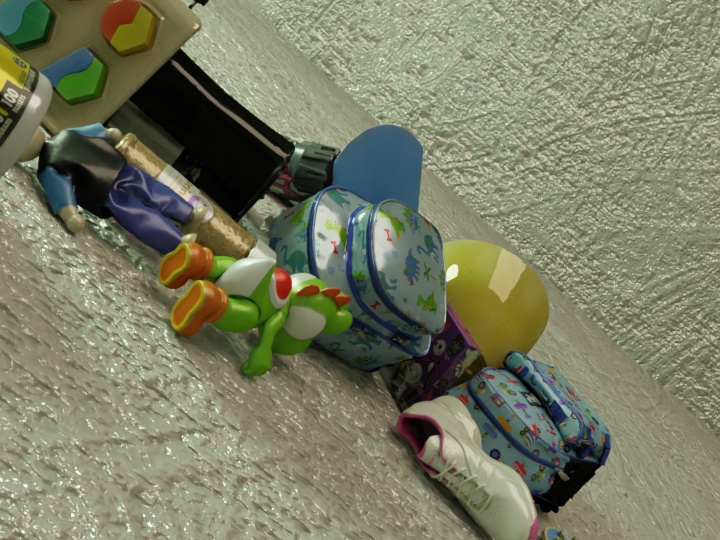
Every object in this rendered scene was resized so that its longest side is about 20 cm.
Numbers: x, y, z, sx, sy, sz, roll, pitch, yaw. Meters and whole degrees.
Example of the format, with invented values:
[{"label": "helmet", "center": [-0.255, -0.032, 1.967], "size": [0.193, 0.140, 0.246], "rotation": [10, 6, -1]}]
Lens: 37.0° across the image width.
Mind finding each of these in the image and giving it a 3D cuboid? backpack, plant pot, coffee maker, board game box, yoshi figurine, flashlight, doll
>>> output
[{"label": "backpack", "center": [0.000, 0.000, 1.226], "size": [0.200, 0.147, 0.184], "rotation": [27, 53, -38]}, {"label": "plant pot", "center": [0.143, 0.080, 1.462], "size": [0.200, 0.200, 0.142], "rotation": [41, 41, -8]}, {"label": "coffee maker", "center": [-0.172, -0.168, 1.225], "size": [0.200, 0.192, 0.135], "rotation": [39, 32, -10]}, {"label": "board game box", "center": [0.008, -0.087, 1.362], "size": [0.158, 0.201, 0.039], "rotation": [-12, 22, -43]}, {"label": "yoshi figurine", "center": [-0.102, 0.042, 1.043], "size": [0.199, 0.113, 0.112], "rotation": [14, -1, -40]}, {"label": "backpack", "center": [0.195, 0.190, 1.334], "size": [0.200, 0.135, 0.183], "rotation": [26, 22, -50]}, {"label": "board game box", "center": [0.064, 0.077, 1.323], "size": [0.032, 0.120, 0.200], "rotation": [35, 15, -37]}, {"label": "flashlight", "center": [-0.129, -0.136, 1.337], "size": [0.199, 0.068, 0.068], "rotation": [16, 32, 14]}, {"label": "doll", "center": [-0.244, -0.080, 1.013], "size": [0.200, 0.048, 0.137], "rotation": [33, 43, -17]}]

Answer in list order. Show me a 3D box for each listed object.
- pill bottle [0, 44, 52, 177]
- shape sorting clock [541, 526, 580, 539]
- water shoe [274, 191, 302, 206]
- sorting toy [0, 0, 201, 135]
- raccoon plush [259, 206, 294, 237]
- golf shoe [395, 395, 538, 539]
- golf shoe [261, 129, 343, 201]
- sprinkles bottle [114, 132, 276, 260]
[{"label": "pill bottle", "center": [-0.351, -0.158, 0.834], "size": [0.200, 0.112, 0.113], "rotation": [35, 15, -30]}, {"label": "shape sorting clock", "center": [0.284, 0.371, 1.237], "size": [0.200, 0.039, 0.200], "rotation": [41, 13, -12]}, {"label": "water shoe", "center": [-0.087, -0.130, 1.634], "size": [0.200, 0.072, 0.079], "rotation": [38, 12, -26]}, {"label": "sorting toy", "center": [-0.299, -0.260, 1.143], "size": [0.185, 0.200, 0.036], "rotation": [44, -9, 5]}, {"label": "raccoon plush", "center": [-0.049, -0.008, 1.385], "size": [0.134, 0.097, 0.200], "rotation": [55, 32, 11]}, {"label": "golf shoe", "center": [0.109, 0.219, 1.154], "size": [0.091, 0.076, 0.200], "rotation": [6, 35, -45]}, {"label": "golf shoe", "center": [-0.101, -0.140, 1.388], "size": [0.073, 0.199, 0.092], "rotation": [-65, 143, -39]}, {"label": "sprinkles bottle", "center": [-0.182, -0.053, 1.112], "size": [0.200, 0.068, 0.068], "rotation": [40, 13, -12]}]
